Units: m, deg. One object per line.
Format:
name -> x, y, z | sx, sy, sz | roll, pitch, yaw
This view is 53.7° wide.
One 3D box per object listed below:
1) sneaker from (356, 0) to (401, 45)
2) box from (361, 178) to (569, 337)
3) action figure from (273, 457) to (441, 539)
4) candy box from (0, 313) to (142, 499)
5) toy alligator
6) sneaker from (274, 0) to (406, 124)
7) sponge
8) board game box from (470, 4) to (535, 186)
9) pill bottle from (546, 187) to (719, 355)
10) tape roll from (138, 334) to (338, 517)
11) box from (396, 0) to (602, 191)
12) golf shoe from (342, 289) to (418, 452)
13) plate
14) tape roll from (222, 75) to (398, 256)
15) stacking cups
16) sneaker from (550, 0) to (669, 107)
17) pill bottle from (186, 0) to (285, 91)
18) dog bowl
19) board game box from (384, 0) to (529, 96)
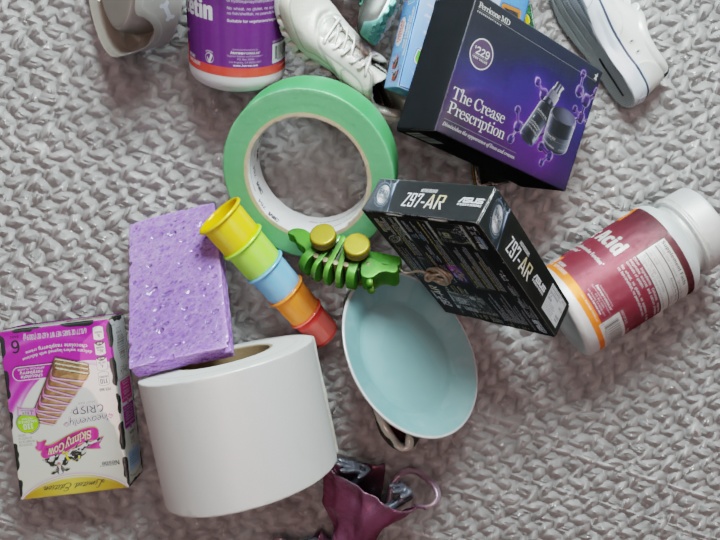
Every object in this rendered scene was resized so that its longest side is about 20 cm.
sneaker -> 0.007, -0.333, 0.784 | 0.089, 0.078, 0.203 | 17, 56, -11
box -> 0.114, -0.013, 0.761 | 0.200, 0.158, 0.044 | 47, 66, -37
action figure -> -0.012, 0.328, 0.870 | 0.147, 0.133, 0.204 | 2, 111, -42
candy box -> -0.347, 0.162, 0.860 | 0.133, 0.061, 0.205 | -7, 94, 0
toy alligator -> 0.000, 0.000, 0.778 | 0.196, 0.060, 0.055 | 17, 58, 17
sneaker -> -0.014, -0.238, 0.786 | 0.200, 0.080, 0.076 | 45, 75, -35
sponge -> -0.207, 0.018, 0.810 | 0.109, 0.030, 0.203 | -14, 56, 0
board game box -> 0.172, -0.208, 0.859 | 0.102, 0.023, 0.205 | -9, 93, 1
pill bottle -> 0.315, -0.001, 0.825 | 0.198, 0.114, 0.115 | -32, 93, 1
tape roll -> -0.134, 0.163, 0.791 | 0.198, 0.203, 0.142 | -13, 94, 1
box -> 0.153, -0.185, 0.769 | 0.197, 0.078, 0.144 | 16, 91, -32
golf shoe -> 0.032, 0.115, 0.846 | 0.076, 0.088, 0.204 | -19, 92, 3
plate -> 0.055, 0.097, 0.818 | 0.201, 0.200, 0.026 | 49, 133, -3
tape roll -> -0.055, -0.113, 0.807 | 0.196, 0.048, 0.204 | 5, 120, 8
stacking cups -> -0.104, 0.012, 0.830 | 0.060, 0.061, 0.201 | -36, 113, 2
sneaker -> 0.290, -0.293, 0.837 | 0.070, 0.073, 0.202 | -37, 102, -7
pill bottle -> -0.135, -0.308, 0.772 | 0.110, 0.113, 0.204 | 5, 122, 0
dog bowl -> -0.248, -0.338, 0.775 | 0.058, 0.199, 0.205 | -10, 94, -33
board game box -> 0.116, -0.280, 0.793 | 0.149, 0.036, 0.205 | 12, 92, -32
